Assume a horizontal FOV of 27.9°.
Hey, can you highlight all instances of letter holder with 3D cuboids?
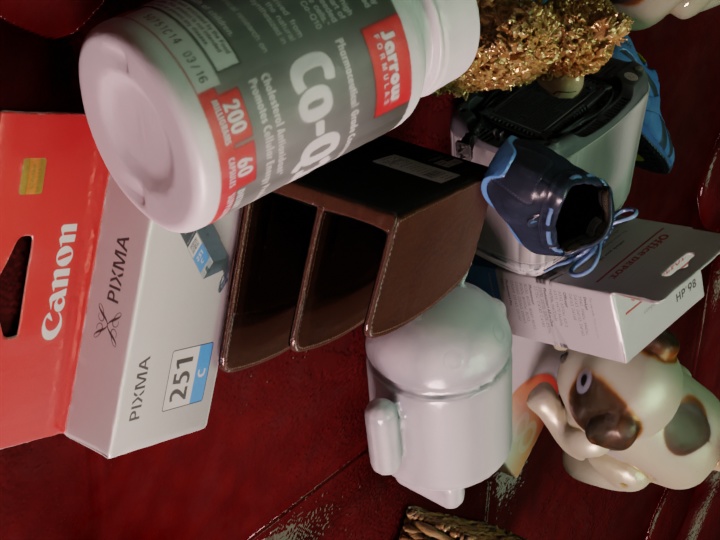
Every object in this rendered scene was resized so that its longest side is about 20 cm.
[{"bbox_3d":[0.000,0.000,0.951,0.200,0.100,0.143,-27,133,-65],"label":"letter holder"}]

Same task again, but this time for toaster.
[{"bbox_3d":[0.145,-0.086,1.154,0.200,0.113,0.130,-39,140,-37],"label":"toaster"}]

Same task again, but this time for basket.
[{"bbox_3d":[0.110,0.313,1.305,0.200,0.142,0.150,28,84,-58],"label":"basket"}]

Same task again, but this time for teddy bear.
[{"bbox_3d":[0.086,-0.144,0.976,0.199,0.145,0.067,-4,77,-41],"label":"teddy bear"}]

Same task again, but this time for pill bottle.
[{"bbox_3d":[-0.038,-0.110,0.770,0.199,0.114,0.115,-30,133,-30],"label":"pill bottle"}]

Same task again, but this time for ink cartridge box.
[{"bbox_3d":[-0.140,0.009,0.830,0.176,0.044,0.202,-10,116,-56],"label":"ink cartridge box"},{"bbox_3d":[0.135,0.074,1.293,0.163,0.050,0.200,-60,151,-16],"label":"ink cartridge box"},{"bbox_3d":[0.196,0.010,1.181,0.116,0.199,0.067,-34,121,-34],"label":"ink cartridge box"}]

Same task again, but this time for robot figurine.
[{"bbox_3d":[0.062,0.089,1.125,0.169,0.112,0.201,-40,139,-40],"label":"robot figurine"}]

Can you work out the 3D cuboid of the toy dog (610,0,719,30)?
[{"bbox_3d":[0.233,-0.266,1.127,0.193,0.140,0.200,-28,180,0],"label":"toy dog"}]

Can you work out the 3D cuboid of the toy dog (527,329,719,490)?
[{"bbox_3d":[0.236,0.122,1.256,0.140,0.193,0.200,-53,147,-5],"label":"toy dog"}]

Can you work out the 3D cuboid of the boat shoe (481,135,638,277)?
[{"bbox_3d":[0.146,-0.034,1.030,0.200,0.068,0.085,11,107,-61],"label":"boat shoe"}]

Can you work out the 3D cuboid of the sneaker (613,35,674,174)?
[{"bbox_3d":[0.256,-0.152,1.333,0.200,0.066,0.079,38,72,-58],"label":"sneaker"}]

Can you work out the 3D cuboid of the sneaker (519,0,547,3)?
[{"bbox_3d":[0.108,-0.242,1.045,0.200,0.081,0.076,-49,150,4],"label":"sneaker"}]
